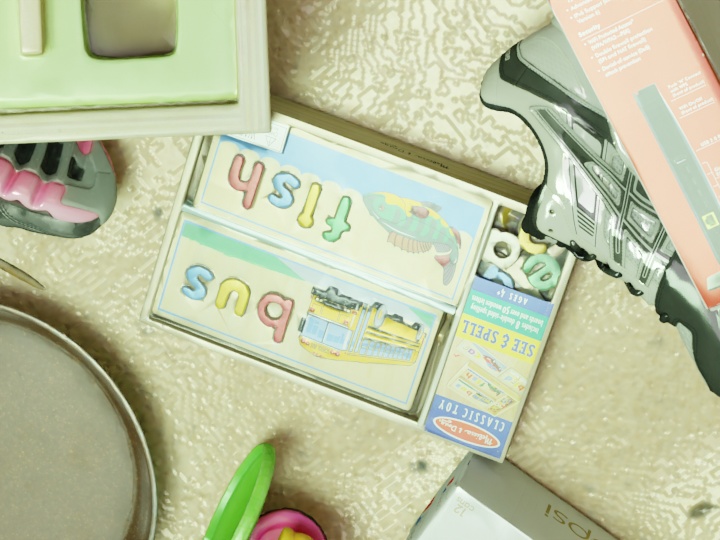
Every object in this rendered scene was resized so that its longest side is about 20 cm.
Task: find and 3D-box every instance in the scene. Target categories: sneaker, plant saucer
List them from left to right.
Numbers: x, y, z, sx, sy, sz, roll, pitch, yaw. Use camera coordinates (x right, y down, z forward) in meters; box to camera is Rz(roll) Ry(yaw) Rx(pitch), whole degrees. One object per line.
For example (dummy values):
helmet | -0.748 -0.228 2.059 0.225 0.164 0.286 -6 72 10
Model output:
sneaker | -0.216 -0.053 1.338 0.199 0.079 0.096 21 133 7
plant saucer | -0.197 0.105 1.395 0.199 0.034 0.201 4 109 13
sneaker | 0.123 -0.023 1.252 0.087 0.076 0.201 -26 90 7

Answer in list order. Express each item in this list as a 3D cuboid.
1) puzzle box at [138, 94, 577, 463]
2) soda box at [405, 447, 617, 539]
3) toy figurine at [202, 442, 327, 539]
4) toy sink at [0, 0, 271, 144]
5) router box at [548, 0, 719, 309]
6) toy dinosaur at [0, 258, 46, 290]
puzzle box | 0.000 0.000 1.319 0.199 0.025 0.134 20 112 6
soda box | 0.116 0.176 1.328 0.200 0.064 0.068 35 112 0
toy figurine | -0.013 0.215 1.359 0.183 0.150 0.201 26 88 -11
toy sink | -0.142 -0.123 1.227 0.199 0.112 0.131 -2 94 -2
router box | 0.141 -0.099 1.150 0.049 0.200 0.180 -25 101 20
toy dinosaur | -0.255 0.007 1.343 0.200 0.061 0.106 -33 113 29
